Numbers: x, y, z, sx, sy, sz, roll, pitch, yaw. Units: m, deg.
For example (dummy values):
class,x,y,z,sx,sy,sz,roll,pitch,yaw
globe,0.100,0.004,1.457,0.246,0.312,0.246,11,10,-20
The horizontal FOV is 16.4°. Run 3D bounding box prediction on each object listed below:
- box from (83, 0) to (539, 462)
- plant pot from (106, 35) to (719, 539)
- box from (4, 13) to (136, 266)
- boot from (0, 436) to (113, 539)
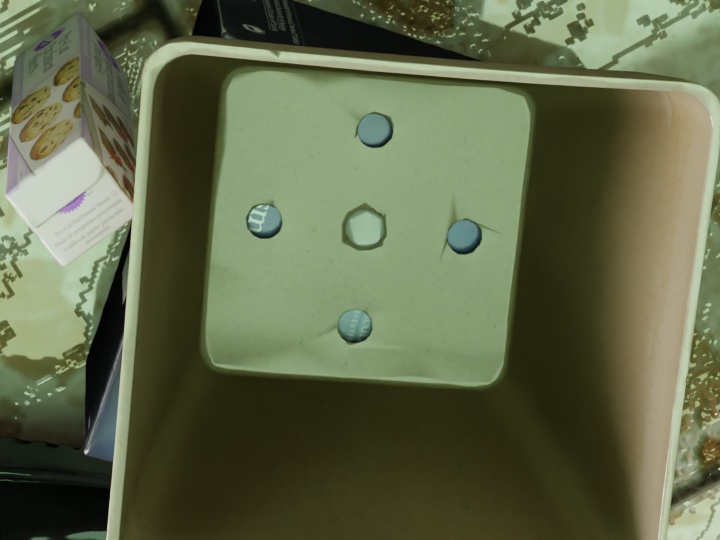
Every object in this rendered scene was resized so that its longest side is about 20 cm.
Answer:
class,x,y,z,sx,sy,sz,roll,pitch,yaw
box,0.000,0.000,1.106,0.198,0.123,0.200,16,105,-11
plant pot,0.008,0.005,0.950,0.200,0.177,0.200,4,104,-7
box,-0.120,-0.058,1.036,0.041,0.200,0.039,-34,110,7
boot,-0.151,0.159,1.139,0.211,0.079,0.158,9,80,2
